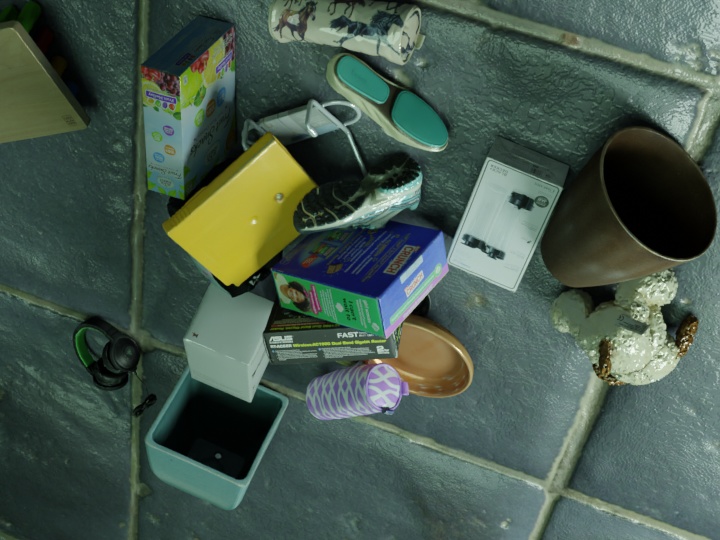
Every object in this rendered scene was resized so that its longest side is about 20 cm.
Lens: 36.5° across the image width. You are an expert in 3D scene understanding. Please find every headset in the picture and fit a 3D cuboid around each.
[{"bbox_3d":[-0.455,0.179,1.999,0.200,0.094,0.124,42,131,4],"label":"headset"}]

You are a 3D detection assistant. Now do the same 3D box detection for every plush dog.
[{"bbox_3d":[0.391,0.105,1.571,0.199,0.162,0.171,-26,136,35],"label":"plush dog"}]

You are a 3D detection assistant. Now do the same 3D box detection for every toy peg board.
[{"bbox_3d":[-0.530,-0.310,1.674,0.198,0.098,0.200,-4,139,26],"label":"toy peg board"}]

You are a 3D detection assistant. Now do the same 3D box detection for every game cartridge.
[{"bbox_3d":[-0.158,-0.081,1.556,0.200,0.033,0.176,-39,140,3],"label":"game cartridge"}]

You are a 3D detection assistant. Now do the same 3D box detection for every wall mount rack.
[{"bbox_3d":[-0.074,-0.173,1.589,0.198,0.075,0.174,-12,150,31],"label":"wall mount rack"}]

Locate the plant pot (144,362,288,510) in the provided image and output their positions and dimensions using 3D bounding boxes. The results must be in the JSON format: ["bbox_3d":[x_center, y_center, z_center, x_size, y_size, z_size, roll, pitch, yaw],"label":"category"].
[{"bbox_3d":[-0.265,0.317,1.972,0.195,0.197,0.201,23,141,4],"label":"plant pot"}]

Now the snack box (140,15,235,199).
[{"bbox_3d":[-0.239,-0.230,1.546,0.067,0.169,0.201,17,131,13],"label":"snack box"}]

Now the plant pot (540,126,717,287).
[{"bbox_3d":[0.333,-0.060,1.450,0.186,0.188,0.200,37,145,-8],"label":"plant pot"}]

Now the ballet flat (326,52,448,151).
[{"bbox_3d":[0.033,-0.227,1.508,0.199,0.070,0.069,37,131,-16],"label":"ballet flat"}]

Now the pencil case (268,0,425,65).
[{"bbox_3d":[-0.017,-0.325,1.443,0.198,0.089,0.079,13,101,13],"label":"pencil case"}]

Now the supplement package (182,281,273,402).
[{"bbox_3d":[-0.209,0.117,1.787,0.116,0.118,0.200,22,157,5],"label":"supplement package"}]

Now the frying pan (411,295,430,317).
[{"bbox_3d":[0.085,0.060,1.724,0.189,0.031,0.115,33,135,-18],"label":"frying pan"}]

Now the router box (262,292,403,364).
[{"bbox_3d":[-0.033,0.066,1.630,0.198,0.150,0.063,-4,124,14],"label":"router box"}]

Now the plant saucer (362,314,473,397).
[{"bbox_3d":[0.088,0.131,1.748,0.198,0.038,0.201,16,144,12],"label":"plant saucer"}]

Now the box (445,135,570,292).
[{"bbox_3d":[0.206,-0.077,1.549,0.116,0.060,0.201,22,130,6],"label":"box"}]

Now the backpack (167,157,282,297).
[{"bbox_3d":[-0.199,-0.062,1.662,0.127,0.166,0.201,49,163,40],"label":"backpack"}]

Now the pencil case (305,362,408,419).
[{"bbox_3d":[-0.009,0.201,1.807,0.199,0.085,0.085,-15,78,52],"label":"pencil case"}]

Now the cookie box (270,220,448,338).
[{"bbox_3d":[0.000,0.000,1.588,0.199,0.171,0.076,14,133,36],"label":"cookie box"}]

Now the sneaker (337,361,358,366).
[{"bbox_3d":[-0.029,0.071,1.758,0.088,0.077,0.201,-12,123,19],"label":"sneaker"}]

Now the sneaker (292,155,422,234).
[{"bbox_3d":[0.001,-0.085,1.572,0.198,0.078,0.087,-21,138,-5],"label":"sneaker"}]
